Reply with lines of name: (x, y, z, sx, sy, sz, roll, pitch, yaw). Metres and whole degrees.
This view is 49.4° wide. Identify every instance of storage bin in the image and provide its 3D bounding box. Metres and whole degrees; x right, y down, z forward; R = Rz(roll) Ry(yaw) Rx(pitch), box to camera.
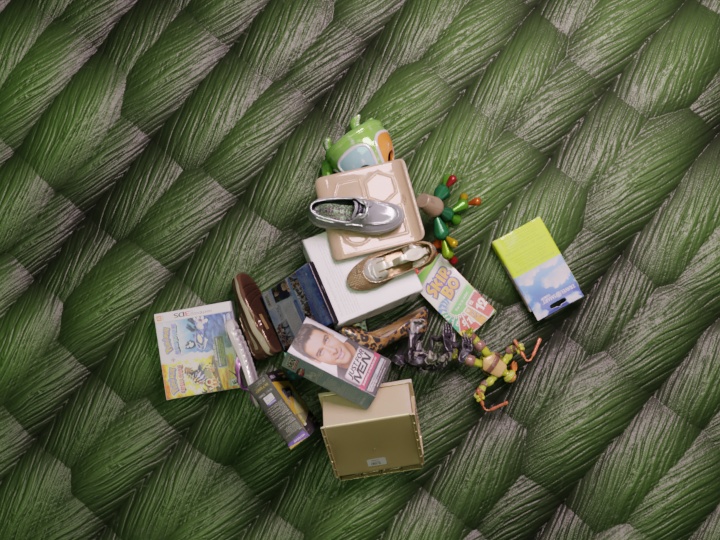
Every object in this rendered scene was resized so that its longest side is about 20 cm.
storage bin: (0.028, 0.348, 1.676, 0.199, 0.094, 0.199, -10, 129, 3)

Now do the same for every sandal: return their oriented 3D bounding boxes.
sandal: (-0.265, 0.207, 1.724, 0.050, 0.082, 0.203, -18, 89, 2)

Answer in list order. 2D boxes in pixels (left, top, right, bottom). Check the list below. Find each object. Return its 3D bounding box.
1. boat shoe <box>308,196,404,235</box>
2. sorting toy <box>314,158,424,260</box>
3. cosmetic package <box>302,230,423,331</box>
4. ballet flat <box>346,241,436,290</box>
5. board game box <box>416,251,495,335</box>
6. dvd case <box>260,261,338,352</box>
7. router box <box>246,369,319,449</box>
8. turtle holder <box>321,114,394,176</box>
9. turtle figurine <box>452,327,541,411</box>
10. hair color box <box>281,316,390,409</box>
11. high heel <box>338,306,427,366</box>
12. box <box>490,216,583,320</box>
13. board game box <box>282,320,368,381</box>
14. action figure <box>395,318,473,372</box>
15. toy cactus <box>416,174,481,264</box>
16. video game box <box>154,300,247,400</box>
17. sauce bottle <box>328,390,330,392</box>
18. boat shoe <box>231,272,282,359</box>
boat shoe: (-0.009, -0.115, 1.604, 0.200, 0.072, 0.070, 2, 79, 1)
sorting toy: (0.018, -0.128, 1.662, 0.199, 0.036, 0.186, -15, 79, -2)
cosmetic package: (0.000, 0.000, 1.710, 0.200, 0.123, 0.200, -21, 81, -9)
ballet flat: (0.065, -0.016, 1.623, 0.200, 0.065, 0.071, -24, 82, -8)
board game box: (0.201, 0.052, 1.759, 0.096, 0.030, 0.200, -44, 82, 1)
dvd case: (-0.134, 0.083, 1.694, 0.200, 0.018, 0.143, -32, 79, 45)
router box: (-0.162, 0.293, 1.683, 0.052, 0.200, 0.157, -36, 85, 0)
turtle holder: (-0.011, -0.246, 1.737, 0.185, 0.141, 0.132, -34, 85, 0)
turtle figurine: (0.289, 0.194, 1.720, 0.161, 0.064, 0.200, 35, 100, -4)
hair color box: (-0.049, 0.190, 1.612, 0.200, 0.061, 0.099, 27, 50, 0)
high heel: (0.053, 0.116, 1.712, 0.200, 0.071, 0.143, 25, 93, -32)
box: (0.391, -0.004, 1.736, 0.122, 0.048, 0.200, -29, 85, 3)
board game box: (-0.077, 0.165, 1.771, 0.199, 0.028, 0.136, -11, 85, 4)
action figure: (0.156, 0.164, 1.678, 0.119, 0.200, 0.102, 24, 63, -23)
toy cactus: (0.183, -0.124, 1.705, 0.102, 0.165, 0.201, 4, 79, 37)
video game box: (-0.365, 0.181, 1.785, 0.182, 0.047, 0.201, -11, 85, 5)
sauce bottle: (-0.065, 0.206, 1.722, 0.066, 0.066, 0.200, -29, 85, 2)
boat shoe: (-0.253, 0.108, 1.769, 0.075, 0.075, 0.203, -31, 74, 26)
